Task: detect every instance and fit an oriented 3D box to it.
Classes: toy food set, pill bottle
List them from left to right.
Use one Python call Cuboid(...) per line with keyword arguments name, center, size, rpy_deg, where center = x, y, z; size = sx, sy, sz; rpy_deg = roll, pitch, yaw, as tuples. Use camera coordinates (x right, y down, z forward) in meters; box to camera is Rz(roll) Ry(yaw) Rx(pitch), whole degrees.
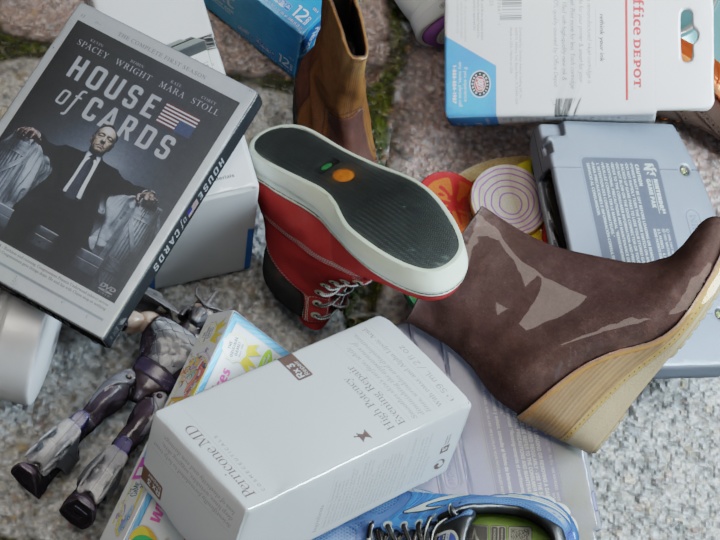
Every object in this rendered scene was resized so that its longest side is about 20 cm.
Cuboid(name="pill bottle", center=(-0.311, 0.022, 1.368), size=(0.198, 0.114, 0.114), rpy_deg=(16, 64, 0))
Cuboid(name="toy food set", center=(0.128, -0.003, 1.478), size=(0.199, 0.049, 0.199), rpy_deg=(-28, 72, -18))

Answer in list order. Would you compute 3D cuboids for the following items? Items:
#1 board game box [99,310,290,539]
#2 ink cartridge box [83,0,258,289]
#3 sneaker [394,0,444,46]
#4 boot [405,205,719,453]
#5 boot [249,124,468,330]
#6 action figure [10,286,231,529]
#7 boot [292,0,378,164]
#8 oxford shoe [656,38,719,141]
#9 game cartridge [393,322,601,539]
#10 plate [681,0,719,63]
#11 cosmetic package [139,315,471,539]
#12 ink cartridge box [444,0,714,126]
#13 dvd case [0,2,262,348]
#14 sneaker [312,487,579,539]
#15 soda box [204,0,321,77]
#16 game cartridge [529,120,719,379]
Cuboid(name="board game box", center=(-0.087, 0.148, 1.347), size=(0.134, 0.034, 0.201), rpy_deg=(38, 63, -27))
Cuboid(name="ink cartridge box", center=(-0.140, -0.109, 1.434), size=(0.083, 0.145, 0.202), rpy_deg=(-13, 68, -11))
Cuboid(name="sneaker", center=(0.109, -0.266, 1.567), size=(0.199, 0.075, 0.100), rpy_deg=(-32, 68, -6))
Cuboid(name="boot", center=(0.148, 0.006, 1.350), size=(0.166, 0.072, 0.201), rpy_deg=(38, 88, 4))
Cuboid(name="boot", center=(0.000, 0.000, 1.377), size=(0.072, 0.145, 0.199), rpy_deg=(-29, 44, -30))
Cuboid(name="action figure", center=(-0.155, 0.087, 1.387), size=(0.130, 0.070, 0.200), rpy_deg=(32, 63, 11))
Cuboid(name="boot", center=(-0.004, -0.109, 1.423), size=(0.068, 0.200, 0.190), rpy_deg=(1, 66, -9))
Cuboid(name="oxford shoe", center=(0.245, -0.145, 1.556), size=(0.200, 0.071, 0.073), rpy_deg=(44, 109, -2))
Cuboid(name="game cartridge", center=(0.094, 0.127, 1.389), size=(0.128, 0.038, 0.202), rpy_deg=(-10, 82, -4))
Cuboid(name="plate", center=(0.227, -0.243, 1.614), size=(0.198, 0.026, 0.202), rpy_deg=(3, 65, -6))
Cuboid(name="cosmetic package", center=(-0.035, 0.113, 1.298), size=(0.199, 0.074, 0.102), rpy_deg=(-22, 53, -39))
Cuboid(name="ink cartridge box", center=(0.163, -0.169, 1.479), size=(0.198, 0.067, 0.117), rpy_deg=(0, 87, 6))
Cuboid(name="dvd case", center=(-0.179, -0.067, 1.327), size=(0.149, 0.025, 0.201), rpy_deg=(27, 75, 14))
Cuboid(name="sneaker", center=(0.048, 0.179, 1.323), size=(0.198, 0.089, 0.079), rpy_deg=(-5, 82, 4))
Cuboid(name="soda box", center=(-0.103, -0.246, 1.543), size=(0.200, 0.068, 0.064), rpy_deg=(39, 67, 10))
Cuboid(name="game cartridge", center=(0.204, -0.015, 1.450), size=(0.132, 0.042, 0.202), rpy_deg=(2, 64, -25))
